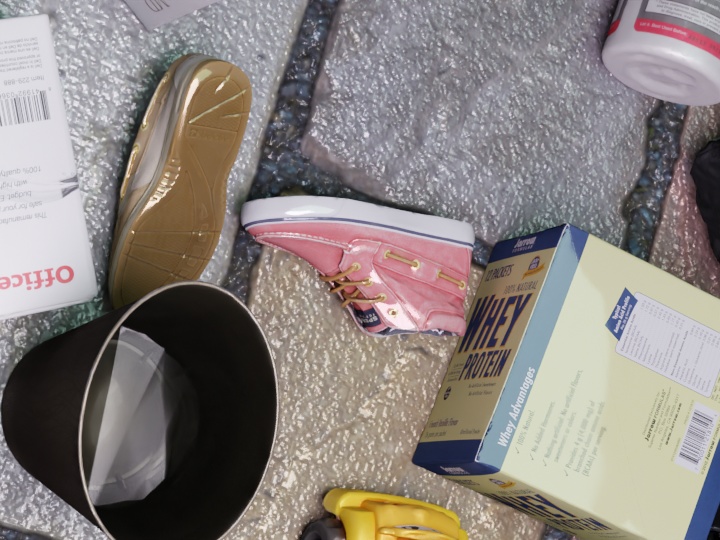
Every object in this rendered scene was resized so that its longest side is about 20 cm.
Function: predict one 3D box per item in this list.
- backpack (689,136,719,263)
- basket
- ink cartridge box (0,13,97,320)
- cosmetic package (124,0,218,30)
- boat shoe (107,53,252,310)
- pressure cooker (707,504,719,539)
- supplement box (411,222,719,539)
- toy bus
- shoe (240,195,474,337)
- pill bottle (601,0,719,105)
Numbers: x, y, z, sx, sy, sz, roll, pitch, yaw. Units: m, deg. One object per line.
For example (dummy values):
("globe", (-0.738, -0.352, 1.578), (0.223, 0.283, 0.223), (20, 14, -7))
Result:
("backpack", (0.380, -0.081, 1.676), (0.200, 0.126, 0.167), (-30, 113, -26))
("basket", (-0.159, 0.097, 1.345), (0.136, 0.200, 0.181), (15, 82, -27))
("ink cartridge box", (-0.274, -0.064, 1.355), (0.146, 0.084, 0.201), (-11, 93, -27))
("cosmetic package", (-0.127, -0.307, 1.395), (0.166, 0.167, 0.200), (-46, 107, -22))
("boat shoe", (-0.137, -0.063, 1.437), (0.074, 0.069, 0.200), (16, 102, -33))
("pressure cooker", (0.346, 0.169, 1.624), (0.175, 0.179, 0.200), (20, 79, -8))
("supplement box", (0.182, 0.098, 1.545), (0.199, 0.134, 0.200), (26, 76, -15))
("toy bus", (0.040, 0.266, 1.449), (0.135, 0.192, 0.201), (13, 81, -25))
("shoe", (0.000, 0.000, 1.503), (0.200, 0.071, 0.091), (8, 79, -32))
("pill bottle", (0.280, -0.246, 1.637), (0.111, 0.111, 0.200), (26, 77, -24))
